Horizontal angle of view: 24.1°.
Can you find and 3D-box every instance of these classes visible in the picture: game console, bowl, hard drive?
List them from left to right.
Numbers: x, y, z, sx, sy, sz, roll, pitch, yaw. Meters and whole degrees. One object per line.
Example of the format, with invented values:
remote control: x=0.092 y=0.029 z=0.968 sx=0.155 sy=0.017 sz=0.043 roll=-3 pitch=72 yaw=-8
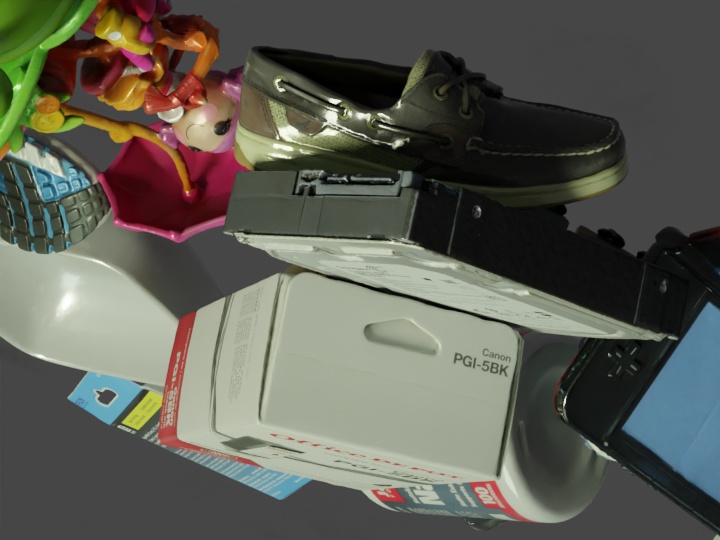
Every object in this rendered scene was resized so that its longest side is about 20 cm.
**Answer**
bowl: x=-0.186 y=0.003 z=1.159 sx=0.198 sy=0.075 sz=0.200 roll=9 pitch=153 yaw=26
hard drive: x=0.049 y=-0.005 z=0.833 sx=0.199 sy=0.038 sz=0.139 roll=20 pitch=169 yaw=-41
game console: x=0.235 y=0.067 z=0.904 sx=0.199 sy=0.173 sz=0.119 roll=36 pitch=179 yaw=-30

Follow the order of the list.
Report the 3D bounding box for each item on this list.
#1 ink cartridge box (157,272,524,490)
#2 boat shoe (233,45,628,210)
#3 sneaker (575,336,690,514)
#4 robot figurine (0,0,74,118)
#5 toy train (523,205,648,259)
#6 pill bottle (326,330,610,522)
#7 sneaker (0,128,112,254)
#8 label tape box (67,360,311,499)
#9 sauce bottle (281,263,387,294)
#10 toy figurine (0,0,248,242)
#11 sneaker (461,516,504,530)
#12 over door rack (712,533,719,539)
ink cartridge box: x=-0.018 y=0.069 z=0.954 sx=0.145 sy=0.084 sz=0.200 roll=15 pitch=167 yaw=-18
boat shoe: x=0.032 y=-0.074 z=0.821 sx=0.197 sy=0.073 sz=0.066 roll=4 pitch=118 yaw=10
sneaker: x=0.205 y=0.088 z=1.039 sx=0.085 sy=0.078 sz=0.199 roll=-15 pitch=146 yaw=39
robot figurine: x=-0.181 y=-0.150 z=0.707 sx=0.114 sy=0.178 sz=0.200 roll=3 pitch=177 yaw=4
toy train: x=0.086 y=-0.027 z=0.920 sx=0.199 sy=0.034 sz=0.046 roll=29 pitch=159 yaw=-15
pill bottle: x=0.056 y=0.101 z=1.110 sx=0.199 sy=0.121 sz=0.119 roll=-5 pitch=146 yaw=45
sneaker: x=-0.206 y=-0.064 z=1.027 sx=0.199 sy=0.086 sz=0.076 roll=11 pitch=118 yaw=42
label tape box: x=-0.122 y=0.105 z=1.336 sx=0.198 sy=0.067 sz=0.143 roll=27 pitch=157 yaw=-10
sauce bottle: x=0.000 y=0.000 z=1.012 sx=0.065 sy=0.067 sz=0.200 roll=25 pitch=156 yaw=-11
toy figurine: x=-0.118 y=-0.092 z=0.885 sx=0.183 sy=0.152 sz=0.199 roll=22 pitch=136 yaw=-39
sneaker: x=0.050 y=0.142 z=1.256 sx=0.198 sy=0.076 sz=0.114 roll=6 pitch=150 yaw=25
over door rack: x=0.335 y=0.214 z=1.188 sx=0.146 sy=0.067 sz=0.200 roll=20 pitch=156 yaw=1
